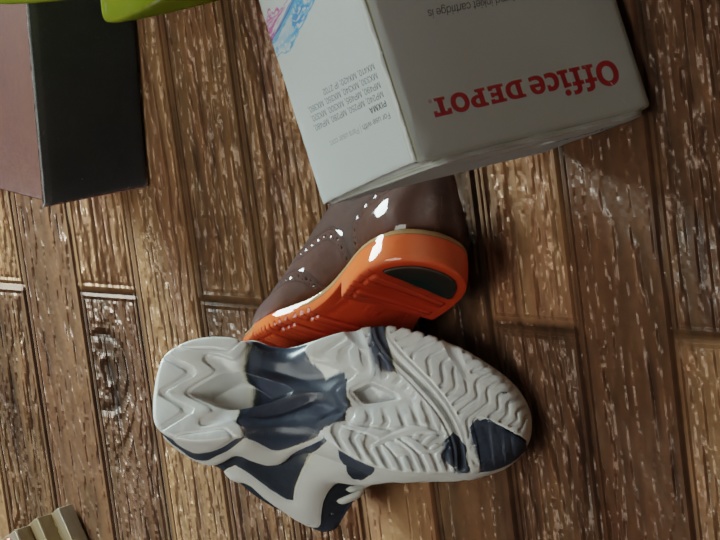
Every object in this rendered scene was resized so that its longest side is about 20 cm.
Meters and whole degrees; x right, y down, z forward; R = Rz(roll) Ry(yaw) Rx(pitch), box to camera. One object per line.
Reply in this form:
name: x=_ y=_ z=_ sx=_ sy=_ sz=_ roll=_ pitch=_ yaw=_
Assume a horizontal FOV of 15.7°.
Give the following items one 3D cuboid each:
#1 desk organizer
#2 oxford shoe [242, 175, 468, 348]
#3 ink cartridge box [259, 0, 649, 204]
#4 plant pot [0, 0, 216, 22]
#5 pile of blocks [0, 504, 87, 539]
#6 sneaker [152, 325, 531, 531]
desk organizer: x=-0.181 y=-0.145 z=1.512 sx=0.077 sy=0.072 sz=0.201 roll=14 pitch=112 yaw=50
oxford shoe: x=0.000 y=0.000 z=1.356 sx=0.200 sy=0.071 sz=0.073 roll=-32 pitch=47 yaw=55
ink cartridge box: x=0.028 y=-0.144 z=1.194 sx=0.083 sy=0.145 sz=0.201 roll=-22 pitch=84 yaw=53
plant pot: x=-0.104 y=-0.231 z=1.294 sx=0.181 sy=0.200 sz=0.200 roll=20 pitch=119 yaw=39
pile of blocks: x=-0.196 y=0.253 z=1.662 sx=0.082 sy=0.062 sz=0.201 roll=-2 pitch=100 yaw=51
sneaker: x=0.001 y=0.088 z=1.369 sx=0.198 sy=0.130 sz=0.080 roll=-3 pitch=69 yaw=15
